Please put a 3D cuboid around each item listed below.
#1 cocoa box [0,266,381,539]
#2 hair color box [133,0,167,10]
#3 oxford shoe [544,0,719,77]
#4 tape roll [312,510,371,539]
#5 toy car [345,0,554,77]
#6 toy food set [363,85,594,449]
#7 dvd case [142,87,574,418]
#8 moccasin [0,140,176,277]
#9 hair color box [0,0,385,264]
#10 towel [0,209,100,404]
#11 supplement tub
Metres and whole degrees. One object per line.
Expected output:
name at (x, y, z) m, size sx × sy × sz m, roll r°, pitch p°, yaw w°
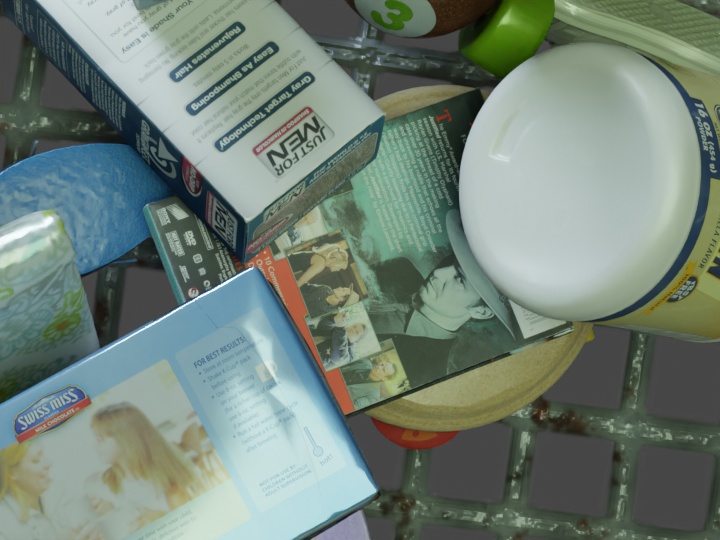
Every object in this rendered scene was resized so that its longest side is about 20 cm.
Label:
cocoa box at (-0.104, 0.103, 1.505) m, size 0.200 × 0.131 × 0.134 m, roll -29°, pitch 86°, yaw -1°
hair color box at (-0.126, -0.248, 1.555) m, size 0.060 × 0.099 × 0.200 m, roll -21°, pitch 70°, yaw -13°
oxford shoe at (0.131, -0.136, 1.690) m, size 0.200 × 0.075 × 0.058 m, roll 25°, pitch 123°, yaw -13°
tape roll at (-0.098, 0.162, 1.635) m, size 0.199 × 0.085 × 0.201 m, roll -1°, pitch 94°, yaw -15°
toy car at (0.059, -0.179, 1.520) m, size 0.164 × 0.200 × 0.158 m, roll 30°, pitch 98°, yaw -18°
toy food set at (0.042, -0.003, 1.680) m, size 0.199 × 0.049 × 0.199 m, roll -18°, pitch 98°, yaw -13°
dvd case at (0.000, 0.000, 1.613) m, size 0.200 × 0.022 × 0.146 m, roll -21°, pitch 86°, yaw -15°
moccasin at (-0.198, -0.017, 1.610) m, size 0.200 × 0.068 × 0.081 m, roll -20°, pitch 90°, yaw -14°
hair color box at (-0.091, -0.111, 1.586) m, size 0.100 × 0.061 × 0.200 m, roll -39°, pitch 75°, yaw -18°
towel at (-0.220, 0.052, 1.549) m, size 0.171 × 0.200 × 0.048 m, roll -29°, pitch 68°, yaw -11°
supplement tub at (0.161, -0.037, 1.602) m, size 0.200 × 0.144 × 0.145 m, roll 9°, pitch 91°, yaw -52°
